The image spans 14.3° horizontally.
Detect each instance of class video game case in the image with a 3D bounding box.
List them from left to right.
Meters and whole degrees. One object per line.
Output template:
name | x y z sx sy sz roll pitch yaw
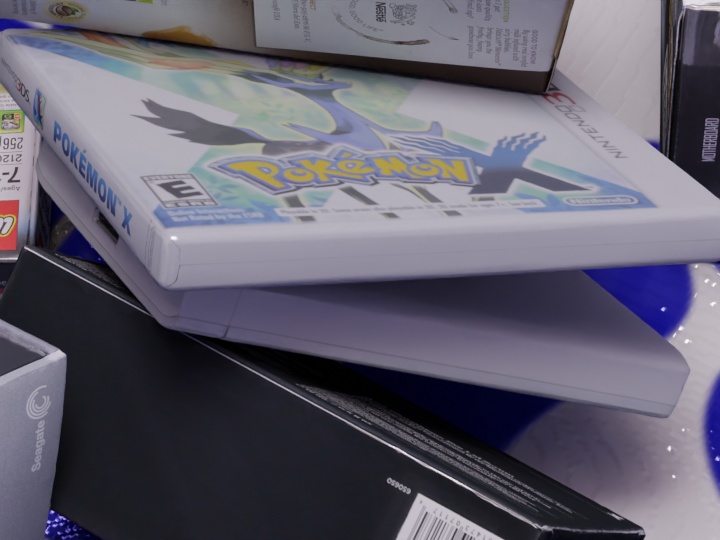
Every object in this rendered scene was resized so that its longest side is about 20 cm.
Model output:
video game case | -0.003 -0.044 0.968 0.199 0.022 0.182 -3 26 -24

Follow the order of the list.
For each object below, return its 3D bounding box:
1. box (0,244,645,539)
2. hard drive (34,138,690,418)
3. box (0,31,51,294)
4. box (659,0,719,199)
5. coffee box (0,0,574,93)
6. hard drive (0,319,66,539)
box | -0.020 0.073 0.965 0.199 0.141 0.079 28 96 19
hard drive | 0.000 0.000 0.992 0.199 0.027 0.132 11 18 -31
box | -0.219 -0.037 1.116 0.199 0.035 0.111 -2 58 2
box | 0.140 -0.129 1.083 0.049 0.158 0.201 2 58 4
coffee box | -0.022 -0.139 0.993 0.199 0.080 0.115 8 64 -1
hard drive | -0.173 0.091 0.940 0.134 0.201 0.042 26 30 17
